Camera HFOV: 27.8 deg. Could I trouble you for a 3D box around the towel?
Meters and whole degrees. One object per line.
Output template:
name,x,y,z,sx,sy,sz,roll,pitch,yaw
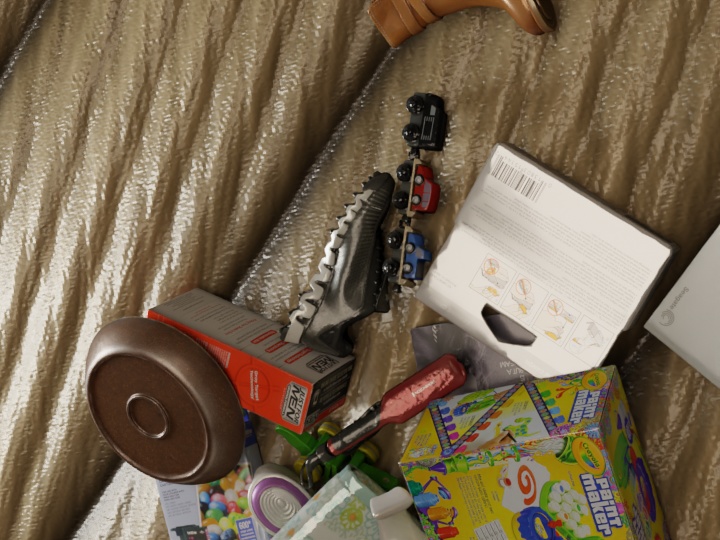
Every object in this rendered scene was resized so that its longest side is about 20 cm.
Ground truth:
towel,0.001,0.310,1.436,0.200,0.048,0.171,43,96,-15

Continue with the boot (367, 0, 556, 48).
boot,0.084,-0.267,1.403,0.155,0.077,0.201,-40,76,18

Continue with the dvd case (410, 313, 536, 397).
dvd case,0.135,0.145,1.443,0.148,0.016,0.202,-10,90,22

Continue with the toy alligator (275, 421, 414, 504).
toy alligator,-0.001,0.214,1.488,0.199,0.059,0.054,27,147,14

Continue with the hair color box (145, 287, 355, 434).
hair color box,-0.117,0.090,1.495,0.199,0.101,0.062,22,111,21

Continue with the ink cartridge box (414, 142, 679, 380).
ink cartridge box,0.177,0.001,1.401,0.199,0.045,0.177,34,105,18

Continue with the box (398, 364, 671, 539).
box,0.167,0.218,1.345,0.191,0.122,0.201,-12,109,23

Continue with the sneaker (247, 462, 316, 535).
sneaker,-0.038,0.273,1.499,0.075,0.100,0.200,-38,101,1

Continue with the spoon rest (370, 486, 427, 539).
spoon rest,0.052,0.284,1.390,0.099,0.061,0.201,-22,120,-6

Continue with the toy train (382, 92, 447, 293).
toy train,0.058,-0.076,1.437,0.045,0.034,0.202,7,87,22

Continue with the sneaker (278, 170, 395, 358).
sneaker,0.000,0.000,1.467,0.090,0.066,0.201,28,96,2

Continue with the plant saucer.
plant saucer,-0.210,0.143,1.492,0.199,0.034,0.202,15,123,25

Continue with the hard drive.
hard drive,0.375,0.063,1.323,0.200,0.027,0.132,40,116,16

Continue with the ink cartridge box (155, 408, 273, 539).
ink cartridge box,-0.157,0.241,1.559,0.119,0.042,0.202,-16,86,22

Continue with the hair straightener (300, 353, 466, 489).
hair straightener,0.021,0.152,1.443,0.200,0.077,0.041,-39,83,2
